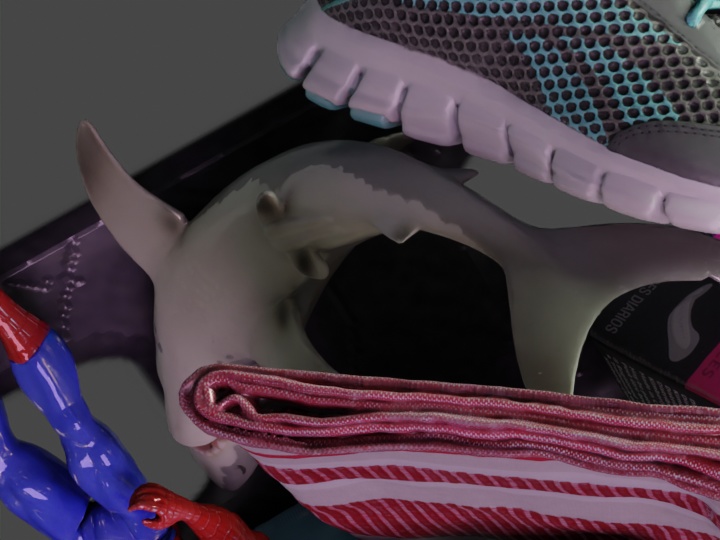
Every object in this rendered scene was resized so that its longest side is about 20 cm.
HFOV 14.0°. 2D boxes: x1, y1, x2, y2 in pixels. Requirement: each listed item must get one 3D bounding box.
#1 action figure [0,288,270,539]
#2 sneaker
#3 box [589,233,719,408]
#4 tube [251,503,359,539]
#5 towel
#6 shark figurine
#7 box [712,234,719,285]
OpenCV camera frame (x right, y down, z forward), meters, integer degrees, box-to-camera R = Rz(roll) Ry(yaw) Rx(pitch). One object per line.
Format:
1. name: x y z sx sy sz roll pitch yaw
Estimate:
1. action figure: -0.080 0.075 0.903 0.065 0.052 0.200 -29 124 22
2. sneaker: 0.068 -0.069 0.797 0.078 0.200 0.091 -21 126 -58
3. box: 0.185 0.044 0.864 0.122 0.200 0.106 -43 128 -15
4. tube: 0.012 0.171 0.973 0.077 0.050 0.200 -30 96 0
5. towel: 0.043 0.061 0.797 0.144 0.023 0.200 5 167 12
6. shark figurine: 0.005 -0.015 0.852 0.089 0.214 0.128 -35 101 -38
7. box: 0.185 -0.071 0.799 0.200 0.039 0.137 -9 91 30
